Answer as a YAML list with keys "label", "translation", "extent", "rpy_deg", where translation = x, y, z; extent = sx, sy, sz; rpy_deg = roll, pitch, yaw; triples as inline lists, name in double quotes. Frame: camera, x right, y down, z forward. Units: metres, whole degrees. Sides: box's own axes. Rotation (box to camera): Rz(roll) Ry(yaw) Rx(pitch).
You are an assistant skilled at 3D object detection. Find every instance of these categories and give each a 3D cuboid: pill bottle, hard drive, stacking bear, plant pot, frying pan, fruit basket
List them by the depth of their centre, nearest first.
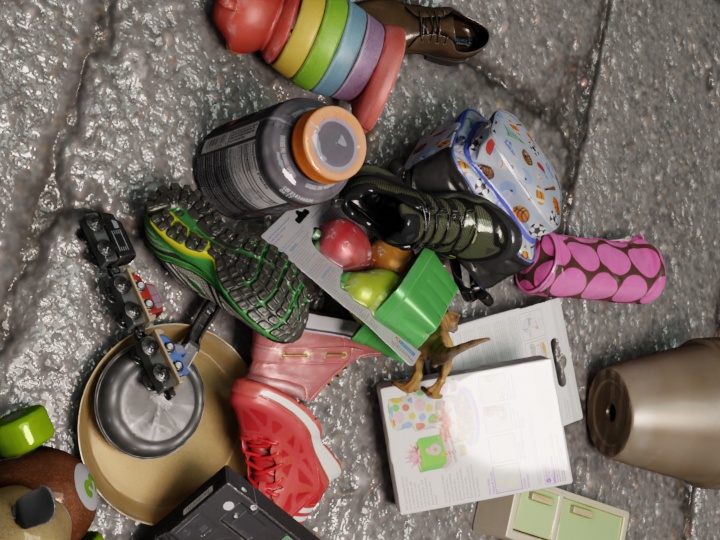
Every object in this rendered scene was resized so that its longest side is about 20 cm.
- label: "frying pan"
  translation: [-0.175, 0.108, 1.098]
  extent: [0.190, 0.031, 0.115]
  rpy_deg: [-35, 106, -28]
- label: "hard drive"
  translation: [-0.113, 0.298, 1.105]
  extent: [0.140, 0.038, 0.200]
  rpy_deg: [-42, 115, 10]
- label: "pill bottle"
  translation: [-0.077, -0.112, 1.108]
  extent: [0.106, 0.200, 0.107]
  rpy_deg: [3, 85, -35]
- label: "plant pot"
  translation: [-0.192, 0.154, 1.113]
  extent: [0.199, 0.027, 0.201]
  rpy_deg: [3, 85, -35]
- label: "fruit basket"
  translation: [0.000, 0.000, 1.176]
  extent: [0.200, 0.094, 0.185]
  rpy_deg: [35, 29, 0]
- label: "stacking bear"
  translation: [-0.063, -0.248, 1.186]
  extent: [0.199, 0.122, 0.114]
  rpy_deg: [20, 116, -19]
- label: "plant pot"
  translation: [0.396, 0.185, 1.436]
  extent: [0.173, 0.200, 0.201]
  rpy_deg: [2, 85, -17]

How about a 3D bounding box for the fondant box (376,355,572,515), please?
- label: "fondant box"
  translation: [0.128, 0.184, 1.258]
  extent: [0.199, 0.058, 0.145]
  rpy_deg: [-10, 92, -5]

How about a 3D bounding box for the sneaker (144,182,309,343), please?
- label: "sneaker"
  translation: [-0.132, 0.000, 1.099]
  extent: [0.200, 0.085, 0.078]
  rpy_deg: [42, 58, 9]

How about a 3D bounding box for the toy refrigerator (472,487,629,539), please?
- label: "toy refrigerator"
  translation: [0.240, 0.311, 1.372]
  extent: [0.200, 0.070, 0.076]
  rpy_deg: [24, 74, -30]

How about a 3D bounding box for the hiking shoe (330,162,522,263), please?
- label: "hiking shoe"
  translation: [0.067, -0.043, 1.139]
  extent: [0.101, 0.199, 0.076]
  rpy_deg: [-62, 168, -63]

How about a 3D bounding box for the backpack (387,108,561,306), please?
- label: "backpack"
  translation: [0.138, -0.097, 1.267]
  extent: [0.200, 0.154, 0.191]
  rpy_deg: [56, 18, -20]

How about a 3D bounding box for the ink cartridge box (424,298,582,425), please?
- label: "ink cartridge box"
  translation: [0.173, 0.132, 1.356]
  extent: [0.200, 0.057, 0.163]
  rpy_deg: [-14, 94, -39]

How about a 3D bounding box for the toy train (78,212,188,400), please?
- label: "toy train"
  translation: [-0.215, 0.032, 1.067]
  extent: [0.046, 0.034, 0.201]
  rpy_deg: [-14, 72, -43]

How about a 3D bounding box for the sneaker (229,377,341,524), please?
- label: "sneaker"
  translation: [-0.090, 0.201, 1.115]
  extent: [0.116, 0.078, 0.200]
  rpy_deg: [-61, 139, -26]

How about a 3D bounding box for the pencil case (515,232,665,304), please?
- label: "pencil case"
  translation: [0.293, -0.008, 1.424]
  extent: [0.199, 0.091, 0.094]
  rpy_deg: [5, 83, -32]

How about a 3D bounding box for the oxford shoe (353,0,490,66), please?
- label: "oxford shoe"
  translation: [0.067, -0.286, 1.293]
  extent: [0.199, 0.084, 0.073]
  rpy_deg: [-3, 90, -33]

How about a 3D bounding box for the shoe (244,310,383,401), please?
- label: "shoe"
  translation: [-0.043, 0.092, 1.189]
  extent: [0.200, 0.071, 0.091]
  rpy_deg: [13, 90, -48]

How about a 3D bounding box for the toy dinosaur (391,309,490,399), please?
- label: "toy dinosaur"
  translation: [0.080, 0.085, 1.170]
  extent: [0.060, 0.200, 0.107]
  rpy_deg: [21, 100, -4]

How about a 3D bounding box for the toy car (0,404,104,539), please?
- label: "toy car"
  translation: [-0.276, 0.219, 0.945]
  extent: [0.158, 0.200, 0.165]
  rpy_deg: [-27, 102, -33]
